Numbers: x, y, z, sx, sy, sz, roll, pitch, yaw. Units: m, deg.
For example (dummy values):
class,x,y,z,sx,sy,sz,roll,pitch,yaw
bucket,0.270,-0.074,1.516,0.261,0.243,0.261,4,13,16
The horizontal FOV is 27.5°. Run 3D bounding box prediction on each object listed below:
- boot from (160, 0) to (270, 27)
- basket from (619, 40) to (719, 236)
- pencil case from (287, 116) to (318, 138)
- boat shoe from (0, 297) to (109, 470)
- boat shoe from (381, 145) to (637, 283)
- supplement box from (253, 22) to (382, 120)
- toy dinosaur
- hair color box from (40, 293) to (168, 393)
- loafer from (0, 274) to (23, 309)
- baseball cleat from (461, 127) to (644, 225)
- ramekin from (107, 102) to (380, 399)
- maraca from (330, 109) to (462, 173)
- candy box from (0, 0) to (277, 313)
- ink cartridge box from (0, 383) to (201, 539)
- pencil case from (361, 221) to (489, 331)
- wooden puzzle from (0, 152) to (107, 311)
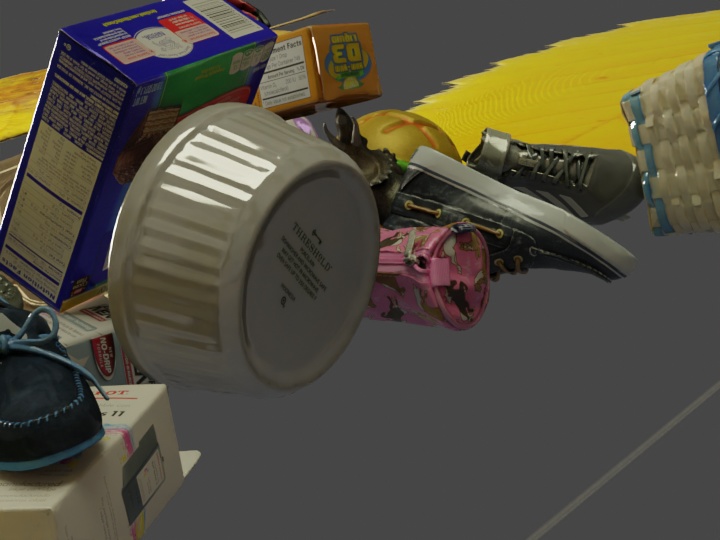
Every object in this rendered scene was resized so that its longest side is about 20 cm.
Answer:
class,x,y,z,sx,sy,sz,roll,pitch,yaw
boot,-0.096,-0.125,1.170,0.203,0.154,0.074,25,35,-9
basket,0.324,-0.113,1.191,0.199,0.177,0.139,-8,7,40
pencil case,-0.137,-0.105,1.551,0.199,0.084,0.086,-14,-22,-23
boat shoe,-0.201,0.054,0.804,0.084,0.069,0.200,-19,19,-30
boat shoe,0.113,-0.017,1.162,0.199,0.091,0.071,26,0,17
supplement box,-0.070,-0.161,1.254,0.066,0.069,0.199,-11,6,-39
toy dinosaur,0.042,-0.053,1.246,0.200,0.077,0.102,37,11,-4
hair color box,-0.244,0.077,1.004,0.199,0.061,0.099,-18,19,-30
loafer,-0.328,0.022,1.020,0.199,0.070,0.075,11,7,13
baseball cleat,0.164,-0.086,1.315,0.106,0.070,0.200,24,-12,-33
ramekin,-0.068,-0.006,0.989,0.094,0.204,0.202,17,27,32
maraca,0.032,-0.096,1.391,0.136,0.108,0.200,19,3,-4
candy box,-0.162,-0.087,1.062,0.077,0.201,0.169,37,34,16
ink cartridge box,-0.175,0.117,0.824,0.116,0.068,0.200,-4,17,15
pencil case,0.000,0.000,1.116,0.199,0.087,0.083,4,34,37
wooden puzzle,-0.223,-0.032,1.222,0.184,0.046,0.201,-21,56,-5
